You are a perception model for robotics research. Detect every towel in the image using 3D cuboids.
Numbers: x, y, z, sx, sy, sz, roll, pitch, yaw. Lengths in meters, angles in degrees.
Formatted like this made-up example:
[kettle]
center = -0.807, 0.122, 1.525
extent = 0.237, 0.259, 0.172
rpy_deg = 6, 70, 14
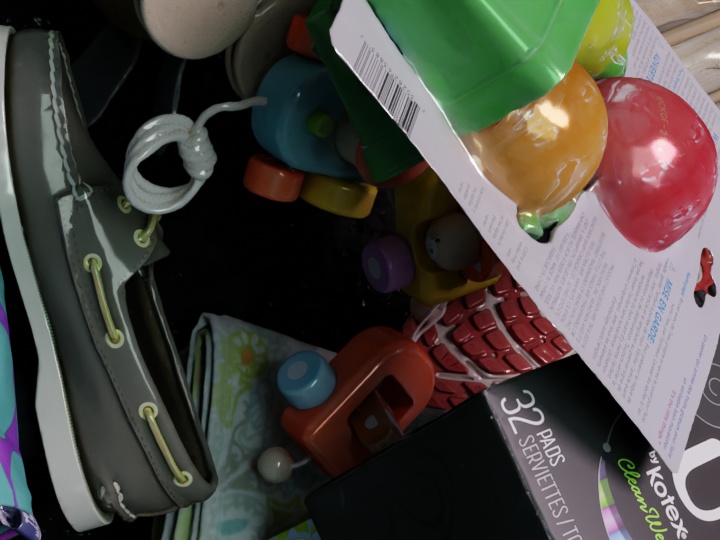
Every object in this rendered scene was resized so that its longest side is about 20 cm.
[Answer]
[towel]
center = 0.000, 0.123, 0.869
extent = 0.200, 0.048, 0.171
rpy_deg = 22, 60, -28

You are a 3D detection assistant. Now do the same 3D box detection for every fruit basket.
[fruit basket]
center = 0.071, -0.053, 0.728
extent = 0.200, 0.094, 0.185
rpy_deg = 53, 37, -24

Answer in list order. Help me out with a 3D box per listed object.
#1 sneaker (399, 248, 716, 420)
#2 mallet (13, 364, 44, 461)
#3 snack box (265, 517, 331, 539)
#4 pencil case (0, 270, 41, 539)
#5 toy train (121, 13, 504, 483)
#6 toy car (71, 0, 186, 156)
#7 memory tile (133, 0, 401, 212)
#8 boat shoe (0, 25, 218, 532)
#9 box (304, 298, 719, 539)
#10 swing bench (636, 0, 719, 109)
[sneaker]
center = 0.091, 0.035, 0.929
extent = 0.200, 0.082, 0.078
rpy_deg = -13, 70, -37
[mallet]
center = -0.153, 0.140, 0.808
extent = 0.066, 0.041, 0.200
rpy_deg = -5, 94, -31
[snack box]
center = 0.063, 0.175, 0.827
extent = 0.200, 0.053, 0.142
rpy_deg = 9, 64, -34
[pencil case]
center = -0.172, 0.012, 0.741
extent = 0.085, 0.092, 0.200
rpy_deg = -13, 71, 3
[toy train]
center = 0.000, 0.000, 0.783
extent = 0.150, 0.056, 0.200
rpy_deg = -42, 131, -13
[toy car]
center = -0.089, -0.149, 0.800
extent = 0.158, 0.164, 0.200
rpy_deg = 8, 96, -31
[memory tile]
center = 0.014, -0.114, 0.783
extent = 0.200, 0.017, 0.153
rpy_deg = 34, 90, -42
[boat shoe]
center = -0.102, 0.000, 0.790
extent = 0.060, 0.072, 0.202
rpy_deg = -10, 99, 5
[box]
center = 0.102, 0.136, 0.758
extent = 0.148, 0.124, 0.200
rpy_deg = -18, 78, -41
[swing bench]
center = 0.144, -0.162, 0.954
extent = 0.199, 0.130, 0.200
rpy_deg = -23, 108, -31
